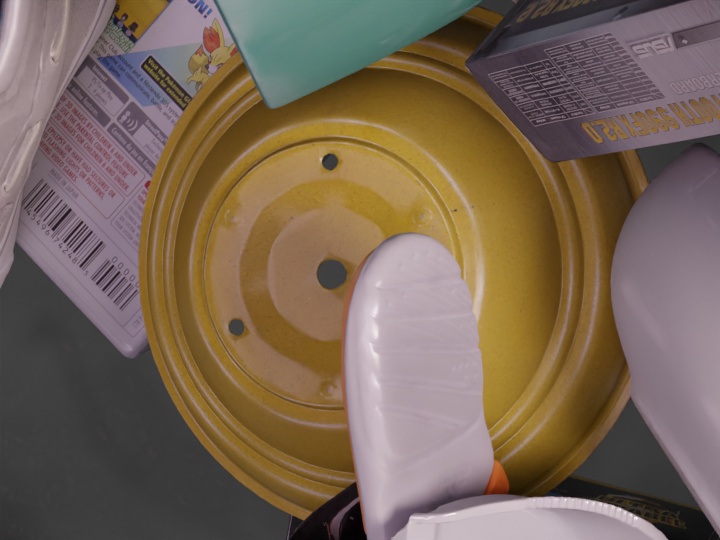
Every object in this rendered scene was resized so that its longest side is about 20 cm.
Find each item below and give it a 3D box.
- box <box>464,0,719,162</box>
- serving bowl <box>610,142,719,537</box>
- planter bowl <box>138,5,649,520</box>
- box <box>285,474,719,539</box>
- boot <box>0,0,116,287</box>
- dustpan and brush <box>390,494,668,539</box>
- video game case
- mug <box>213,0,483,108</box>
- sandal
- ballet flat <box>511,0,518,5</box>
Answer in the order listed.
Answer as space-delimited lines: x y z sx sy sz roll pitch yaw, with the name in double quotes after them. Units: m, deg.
0.136 -0.110 0.705 0.048 0.200 0.158 46 71 -15 "box"
0.138 0.058 0.768 0.066 0.200 0.200 -32 89 3 "serving bowl"
0.000 0.000 0.830 0.200 0.083 0.201 0 92 17 "planter bowl"
0.042 0.171 0.904 0.159 0.049 0.200 14 104 17 "box"
-0.162 -0.046 0.881 0.073 0.096 0.200 29 107 11 "boot"
0.087 0.128 0.796 0.057 0.200 0.140 15 109 35 "dustpan and brush"
-0.098 -0.098 0.914 0.200 0.022 0.182 46 110 6 "video game case"
-0.015 -0.147 0.766 0.114 0.185 0.152 -27 109 0 "mug"
0.008 0.076 0.774 0.059 0.079 0.207 13 123 33 "sandal"
0.062 -0.138 0.838 0.075 0.068 0.200 -34 90 40 "ballet flat"
